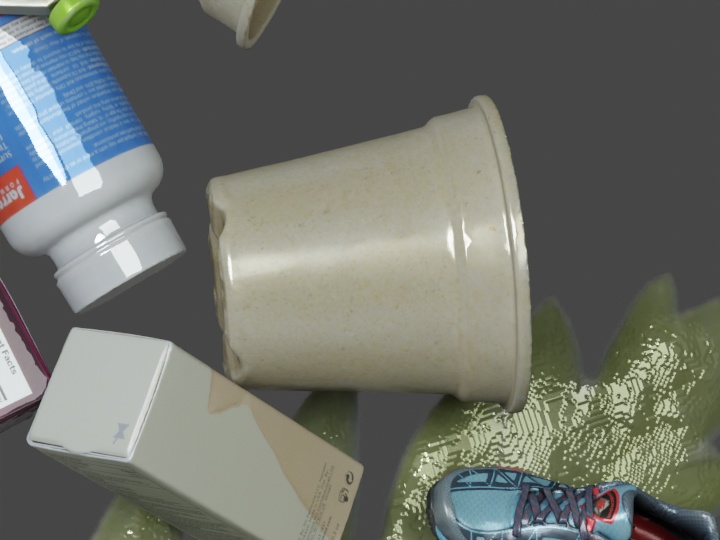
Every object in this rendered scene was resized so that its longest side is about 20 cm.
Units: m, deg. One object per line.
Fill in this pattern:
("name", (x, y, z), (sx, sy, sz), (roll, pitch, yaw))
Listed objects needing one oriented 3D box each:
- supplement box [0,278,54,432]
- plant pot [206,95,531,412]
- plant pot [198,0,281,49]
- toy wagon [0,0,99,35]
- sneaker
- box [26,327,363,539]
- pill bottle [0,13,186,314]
("supplement box", (-0.296, 0.088, 1.626), (0.199, 0.110, 0.086), (-27, 87, -19))
("plant pot", (0.000, 0.000, 1.688), (0.182, 0.200, 0.202), (-7, 82, -6))
("plant pot", (-0.113, -0.271, 1.713), (0.183, 0.201, 0.201), (25, 74, 1))
("toy wagon", (-0.173, -0.245, 1.617), (0.200, 0.040, 0.155), (-41, 78, 0))
("sneaker", (0.142, 0.158, 1.739), (0.199, 0.096, 0.080), (13, 58, -15))
("box", (-0.098, 0.112, 1.636), (0.200, 0.095, 0.078), (37, 67, -46))
("pill bottle", (-0.193, -0.079, 1.684), (0.112, 0.112, 0.201), (-29, 88, -18))
